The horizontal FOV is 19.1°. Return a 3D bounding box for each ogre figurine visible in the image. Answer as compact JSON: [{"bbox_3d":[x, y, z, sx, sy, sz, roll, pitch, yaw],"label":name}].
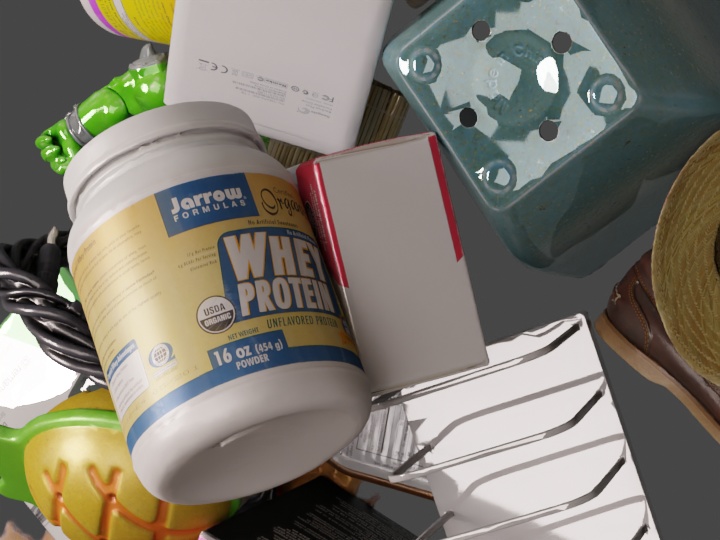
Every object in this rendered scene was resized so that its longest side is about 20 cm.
[{"bbox_3d":[-0.118,-0.070,1.496,0.200,0.098,0.120,45,117,20],"label":"ogre figurine"}]

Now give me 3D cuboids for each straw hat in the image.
[{"bbox_3d":[0.255,-0.026,1.340,0.199,0.085,0.203,-5,107,-17],"label":"straw hat"}]

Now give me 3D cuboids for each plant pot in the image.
[{"bbox_3d":[0.125,-0.119,1.331,0.195,0.200,0.197,-37,80,22],"label":"plant pot"}]

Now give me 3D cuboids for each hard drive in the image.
[{"bbox_3d":[-0.051,-0.151,1.338,0.131,0.201,0.026,16,58,0],"label":"hard drive"}]

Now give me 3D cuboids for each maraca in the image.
[{"bbox_3d":[-0.170,0.132,1.407,0.198,0.108,0.138,-2,139,29],"label":"maraca"}]

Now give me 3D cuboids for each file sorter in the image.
[{"bbox_3d":[0.102,0.150,1.370,0.138,0.124,0.202,-19,92,18],"label":"file sorter"}]

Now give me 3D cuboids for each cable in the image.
[{"bbox_3d":[-0.150,0.025,1.395,0.200,0.162,0.051,42,118,34],"label":"cable"}]

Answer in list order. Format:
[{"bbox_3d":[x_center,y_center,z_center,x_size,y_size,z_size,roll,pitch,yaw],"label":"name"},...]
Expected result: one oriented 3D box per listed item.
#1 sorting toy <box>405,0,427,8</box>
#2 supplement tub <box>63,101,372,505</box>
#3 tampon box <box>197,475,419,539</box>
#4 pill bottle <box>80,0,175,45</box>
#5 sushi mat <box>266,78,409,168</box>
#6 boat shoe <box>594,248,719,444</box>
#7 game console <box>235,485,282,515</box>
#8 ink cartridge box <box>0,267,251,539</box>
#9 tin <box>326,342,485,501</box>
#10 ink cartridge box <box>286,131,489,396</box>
[{"bbox_3d":[-0.005,-0.260,1.370,0.200,0.037,0.185,39,154,-10],"label":"sorting toy"},{"bbox_3d":[-0.088,0.019,1.251,0.144,0.144,0.201,-31,66,22],"label":"supplement tub"},{"bbox_3d":[-0.044,0.247,1.436,0.126,0.200,0.151,29,105,18],"label":"tampon box"},{"bbox_3d":[-0.096,-0.199,1.438,0.199,0.104,0.105,15,102,43],"label":"pill bottle"},{"bbox_3d":[-0.036,-0.041,1.470,0.012,0.095,0.202,41,114,57],"label":"sushi mat"},{"bbox_3d":[0.240,0.069,1.368,0.200,0.070,0.071,41,113,15],"label":"boat shoe"},{"bbox_3d":[-0.144,0.115,1.560,0.198,0.031,0.179,9,99,22],"label":"game console"},{"bbox_3d":[-0.176,0.110,1.515,0.200,0.084,0.146,47,108,14],"label":"ink cartridge box"},{"bbox_3d":[0.050,0.101,1.473,0.198,0.042,0.113,13,104,21],"label":"tin"},{"bbox_3d":[0.000,0.000,1.355,0.084,0.200,0.146,-14,91,-15],"label":"ink cartridge box"}]
